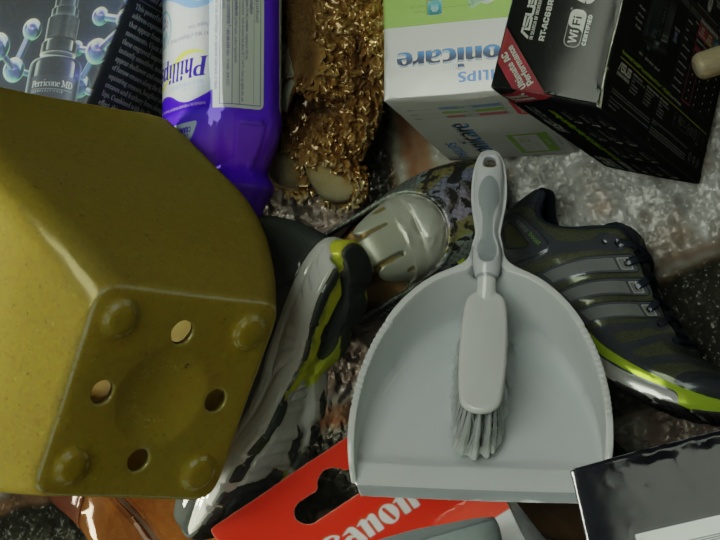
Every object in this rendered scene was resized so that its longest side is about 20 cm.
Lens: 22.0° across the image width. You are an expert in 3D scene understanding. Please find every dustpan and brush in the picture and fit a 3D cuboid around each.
[{"bbox_3d":[0.067,0.025,1.006,0.139,0.057,0.201,1,51,6],"label":"dustpan and brush"}]

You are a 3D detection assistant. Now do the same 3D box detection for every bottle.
[{"bbox_3d":[-0.085,-0.099,1.132,0.083,0.065,0.201,-7,81,59],"label":"bottle"}]

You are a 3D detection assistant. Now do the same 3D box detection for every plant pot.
[{"bbox_3d":[-0.156,0.027,0.999,0.200,0.195,0.195,33,108,44],"label":"plant pot"}]

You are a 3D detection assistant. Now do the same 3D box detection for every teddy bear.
[{"bbox_3d":[-0.011,-0.134,1.137,0.145,0.067,0.201,-10,78,59],"label":"teddy bear"}]

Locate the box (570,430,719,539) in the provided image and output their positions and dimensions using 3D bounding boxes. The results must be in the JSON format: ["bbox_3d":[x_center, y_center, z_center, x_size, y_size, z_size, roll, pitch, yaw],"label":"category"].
[{"bbox_3d":[0.194,0.163,0.926,0.104,0.200,0.149,-17,76,20],"label":"box"}]

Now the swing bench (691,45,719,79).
[{"bbox_3d":[0.306,-0.047,0.955,0.199,0.130,0.200,-23,72,14],"label":"swing bench"}]

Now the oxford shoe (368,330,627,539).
[{"bbox_3d":[0.079,0.098,1.055,0.200,0.084,0.073,33,94,24],"label":"oxford shoe"}]

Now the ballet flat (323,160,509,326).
[{"bbox_3d":[0.000,0.000,1.115,0.200,0.072,0.072,-32,70,16],"label":"ballet flat"}]

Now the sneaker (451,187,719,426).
[{"bbox_3d":[0.147,0.020,1.045,0.200,0.074,0.081,33,92,24],"label":"sneaker"}]

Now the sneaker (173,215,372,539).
[{"bbox_3d":[-0.064,0.060,1.079,0.084,0.074,0.201,31,99,29],"label":"sneaker"}]

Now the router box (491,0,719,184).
[{"bbox_3d":[0.147,-0.142,0.998,0.062,0.200,0.151,13,86,26],"label":"router box"}]

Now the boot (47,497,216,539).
[{"bbox_3d":[-0.116,0.113,1.139,0.188,0.068,0.200,-47,61,12],"label":"boot"}]

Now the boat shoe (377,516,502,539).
[{"bbox_3d":[-0.009,0.201,0.978,0.199,0.071,0.091,-20,87,-5],"label":"boat shoe"}]

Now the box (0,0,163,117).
[{"bbox_3d":[-0.208,-0.107,1.208,0.148,0.107,0.201,21,89,27],"label":"box"}]

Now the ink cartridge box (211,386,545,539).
[{"bbox_3d":[0.031,0.192,1.033,0.162,0.057,0.200,-35,102,16],"label":"ink cartridge box"}]

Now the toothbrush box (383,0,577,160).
[{"bbox_3d":[0.070,-0.178,1.067,0.086,0.146,0.201,-2,79,17],"label":"toothbrush box"}]
